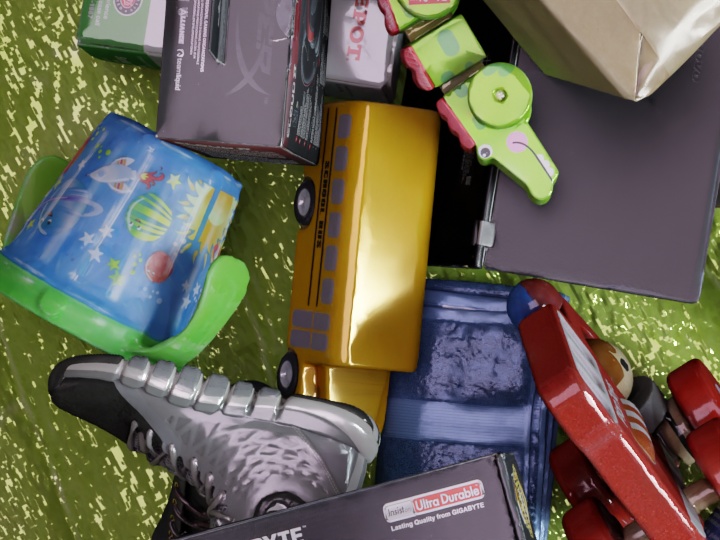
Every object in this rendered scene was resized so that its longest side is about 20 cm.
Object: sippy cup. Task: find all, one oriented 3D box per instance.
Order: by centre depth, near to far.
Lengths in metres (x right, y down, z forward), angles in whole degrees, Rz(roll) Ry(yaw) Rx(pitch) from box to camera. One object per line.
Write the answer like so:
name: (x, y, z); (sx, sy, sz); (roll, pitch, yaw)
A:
sippy cup: (-0.143, -0.020, 1.496); (0.177, 0.140, 0.131); (29, 90, 8)

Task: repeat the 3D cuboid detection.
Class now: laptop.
laptop: (0.118, -0.084, 1.493); (0.116, 0.200, 0.188); (12, 86, -28)

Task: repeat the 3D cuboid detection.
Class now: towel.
towel: (0.066, 0.108, 1.512); (0.111, 0.049, 0.201); (5, 86, 7)

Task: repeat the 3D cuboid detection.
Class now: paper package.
paper package: (0.106, -0.197, 1.328); (0.103, 0.200, 0.191); (-40, 102, -2)

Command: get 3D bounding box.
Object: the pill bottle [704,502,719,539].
pill bottle: (0.260, 0.172, 1.456); (0.111, 0.111, 0.200); (39, 90, 7)

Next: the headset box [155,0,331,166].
headset box: (-0.064, -0.140, 1.386); (0.075, 0.200, 0.149); (4, 90, 5)

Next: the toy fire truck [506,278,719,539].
toy fire truck: (0.147, 0.084, 1.415); (0.112, 0.200, 0.168); (-33, 110, 10)

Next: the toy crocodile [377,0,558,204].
toy crocodile: (0.051, -0.122, 1.408); (0.062, 0.068, 0.200); (-33, 90, 1)

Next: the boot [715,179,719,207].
boot: (0.165, -0.070, 1.513); (0.199, 0.075, 0.074); (11, 93, 25)

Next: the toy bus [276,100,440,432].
toy bus: (0.000, 0.000, 1.489); (0.065, 0.078, 0.201); (6, 88, -27)

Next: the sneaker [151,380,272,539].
sneaker: (-0.100, 0.162, 1.495); (0.075, 0.106, 0.201); (14, 87, 7)

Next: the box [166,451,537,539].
box: (0.012, 0.218, 1.322); (0.199, 0.050, 0.199); (-15, 84, 12)

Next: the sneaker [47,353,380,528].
sneaker: (-0.095, 0.119, 1.403); (0.199, 0.075, 0.116); (11, 75, 9)

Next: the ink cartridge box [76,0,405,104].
ink cartridge box: (-0.064, -0.192, 1.531); (0.199, 0.083, 0.147); (10, 87, 6)
